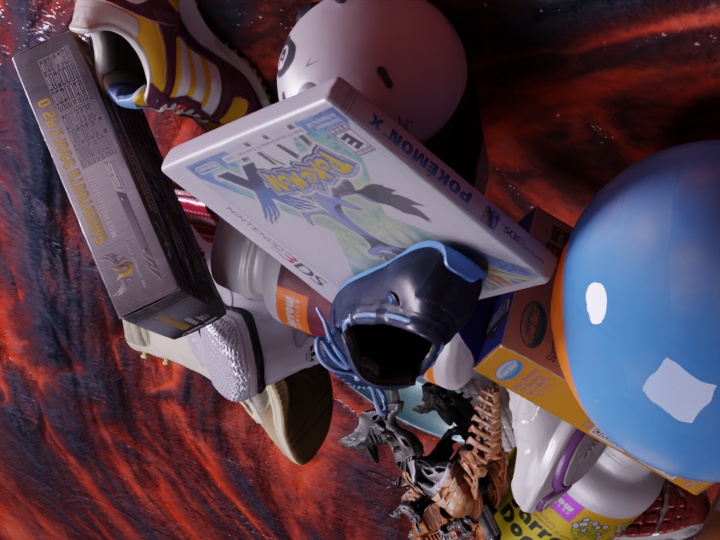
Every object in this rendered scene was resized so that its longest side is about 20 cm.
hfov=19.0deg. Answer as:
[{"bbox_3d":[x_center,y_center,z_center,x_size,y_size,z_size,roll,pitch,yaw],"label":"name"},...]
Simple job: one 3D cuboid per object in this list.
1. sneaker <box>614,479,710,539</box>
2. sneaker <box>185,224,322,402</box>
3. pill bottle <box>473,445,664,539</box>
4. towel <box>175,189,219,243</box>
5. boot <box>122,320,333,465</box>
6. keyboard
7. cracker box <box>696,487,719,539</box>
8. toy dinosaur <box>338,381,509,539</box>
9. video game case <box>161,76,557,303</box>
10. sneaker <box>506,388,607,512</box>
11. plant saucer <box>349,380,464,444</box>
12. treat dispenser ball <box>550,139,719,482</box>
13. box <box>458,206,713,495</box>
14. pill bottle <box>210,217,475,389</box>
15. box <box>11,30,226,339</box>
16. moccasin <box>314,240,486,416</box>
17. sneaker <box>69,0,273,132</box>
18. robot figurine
[{"bbox_3d":[0.224,0.194,1.742,0.082,0.078,0.200,29,163,-20],"label":"sneaker"},{"bbox_3d":[-0.084,0.018,1.670,0.200,0.114,0.075,-125,29,-44],"label":"sneaker"},{"bbox_3d":[0.163,0.161,1.645,0.104,0.104,0.200,32,134,-6],"label":"pill bottle"},{"bbox_3d":[-0.135,-0.008,1.795,0.144,0.023,0.200,11,148,34],"label":"towel"},{"bbox_3d":[-0.114,0.076,1.818,0.154,0.072,0.200,13,144,32],"label":"boot"},{"bbox_3d":[0.106,0.103,1.674,0.056,0.011,0.200,14,151,29],"label":"keyboard"},{"bbox_3d":[0.316,0.259,1.676,0.057,0.134,0.200,9,147,37],"label":"cracker box"},{"bbox_3d":[0.072,0.146,1.624,0.136,0.102,0.200,52,125,24],"label":"toy dinosaur"},{"bbox_3d":[-0.005,-0.035,1.320,0.182,0.022,0.200,38,152,-22],"label":"video game case"},{"bbox_3d":[0.136,0.074,1.531,0.099,0.075,0.201,26,114,30],"label":"sneaker"},{"bbox_3d":[0.051,0.070,1.725,0.199,0.036,0.200,24,153,13],"label":"plant saucer"},{"bbox_3d":[0.213,0.024,1.274,0.200,0.201,0.201,24,154,12],"label":"treat dispenser ball"},{"bbox_3d":[0.155,0.046,1.384,0.199,0.119,0.041,31,140,-16],"label":"box"},{"bbox_3d":[0.000,0.000,1.557,0.199,0.115,0.114,21,153,17],"label":"pill bottle"},{"bbox_3d":[-0.167,-0.056,1.520,0.158,0.048,0.201,34,-148,-80],"label":"box"},{"bbox_3d":[0.011,0.040,1.341,0.080,0.068,0.200,28,155,-3],"label":"moccasin"},{"bbox_3d":[-0.135,-0.133,1.485,0.075,0.090,0.200,7,146,40],"label":"sneaker"},{"bbox_3d":[0.014,-0.089,1.367,0.149,0.125,0.200,14,151,19],"label":"robot figurine"}]
